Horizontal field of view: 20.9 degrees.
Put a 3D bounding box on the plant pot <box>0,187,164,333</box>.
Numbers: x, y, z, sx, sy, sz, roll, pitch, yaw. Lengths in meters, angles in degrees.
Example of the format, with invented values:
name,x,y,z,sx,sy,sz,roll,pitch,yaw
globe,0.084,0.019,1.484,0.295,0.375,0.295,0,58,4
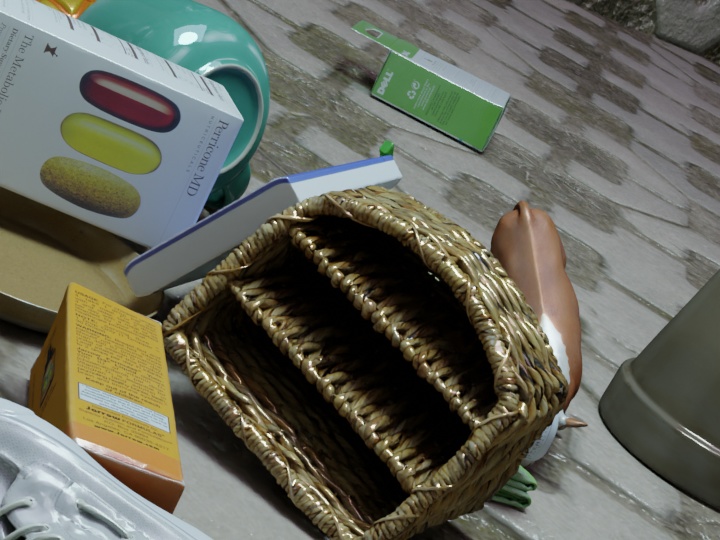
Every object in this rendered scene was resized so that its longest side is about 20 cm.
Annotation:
name,x,y,z,sx,sy,sz,roll,pitch,yaw
plant pot,-0.222,-0.010,1.253,0.199,0.028,0.200,25,16,-8

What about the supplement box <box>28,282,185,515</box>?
name,x,y,z,sx,sy,sz,roll,pitch,yaw
supplement box,-0.139,0.081,1.040,0.068,0.067,0.200,21,18,-19

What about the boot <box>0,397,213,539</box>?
name,x,y,z,sx,sy,sz,roll,pitch,yaw
boot,-0.143,0.123,0.891,0.199,0.074,0.096,27,10,-3

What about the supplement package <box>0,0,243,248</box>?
name,x,y,z,sx,sy,sz,roll,pitch,yaw
supplement package,-0.196,-0.107,1.340,0.199,0.114,0.110,22,12,-18

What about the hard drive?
name,x,y,z,sx,sy,sz,roll,pitch,yaw
hard drive,-0.061,-0.033,1.315,0.025,0.131,0.200,63,21,3

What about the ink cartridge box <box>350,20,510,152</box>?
name,x,y,z,sx,sy,sz,roll,pitch,yaw
ink cartridge box,0.071,-0.215,2.256,0.199,0.060,0.104,27,16,2

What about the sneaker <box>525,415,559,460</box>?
name,x,y,z,sx,sy,sz,roll,pitch,yaw
sneaker,0.072,0.058,1.343,0.070,0.073,0.200,20,15,-25

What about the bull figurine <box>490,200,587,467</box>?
name,x,y,z,sx,sy,sz,roll,pitch,yaw
bull figurine,0.127,0.053,1.427,0.065,0.202,0.122,0,-22,-1

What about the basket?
name,x,y,z,sx,sy,sz,roll,pitch,yaw
basket,0.009,0.048,1.165,0.200,0.143,0.149,48,29,21

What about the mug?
name,x,y,z,sx,sy,sz,roll,pitch,yaw
mug,-0.132,-0.126,1.491,0.114,0.153,0.184,24,9,40

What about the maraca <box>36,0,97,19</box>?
name,x,y,z,sx,sy,sz,roll,pitch,yaw
maraca,-0.257,-0.180,1.563,0.199,0.107,0.137,15,22,-34

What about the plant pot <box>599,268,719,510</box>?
name,x,y,z,sx,sy,sz,roll,pitch,yaw
plant pot,0.316,0.081,1.554,0.199,0.174,0.200,25,16,-8

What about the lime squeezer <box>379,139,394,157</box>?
name,x,y,z,sx,sy,sz,roll,pitch,yaw
lime squeezer,0.025,-0.036,1.652,0.037,0.071,0.200,16,-19,24

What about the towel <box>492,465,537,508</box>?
name,x,y,z,sx,sy,sz,roll,pitch,yaw
towel,0.015,0.088,1.318,0.199,0.031,0.149,20,19,-24
